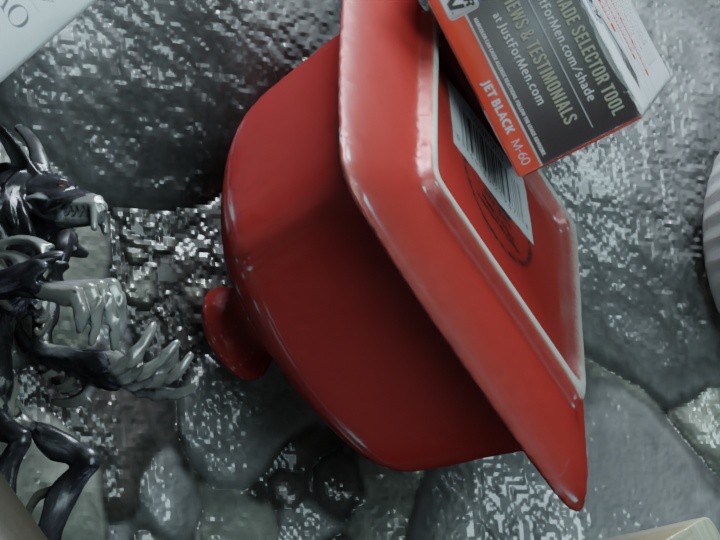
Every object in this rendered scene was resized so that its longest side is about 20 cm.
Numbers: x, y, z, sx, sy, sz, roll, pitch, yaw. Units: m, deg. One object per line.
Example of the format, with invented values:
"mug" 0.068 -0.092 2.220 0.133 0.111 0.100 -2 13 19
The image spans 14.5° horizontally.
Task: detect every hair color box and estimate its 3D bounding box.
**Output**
"hair color box" 0.081 -0.112 1.249 0.064 0.200 0.111 -27 92 11

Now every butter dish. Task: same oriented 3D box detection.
"butter dish" 0.000 0.000 1.196 0.200 0.147 0.200 53 22 -29

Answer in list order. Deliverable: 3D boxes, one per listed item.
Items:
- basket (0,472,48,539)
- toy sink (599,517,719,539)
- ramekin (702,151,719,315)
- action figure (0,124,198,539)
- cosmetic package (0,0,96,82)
"basket" -0.183 0.119 1.012 0.136 0.180 0.201 20 32 -50
"toy sink" 0.116 0.226 1.215 0.112 0.130 0.201 -27 94 -34
"ramekin" 0.260 -0.017 1.384 0.199 0.105 0.202 8 74 -31
"action figure" -0.122 0.032 1.124 0.119 0.101 0.202 27 62 -65
"cosmetic package" -0.242 -0.118 1.081 0.200 0.123 0.200 -45 102 -31
